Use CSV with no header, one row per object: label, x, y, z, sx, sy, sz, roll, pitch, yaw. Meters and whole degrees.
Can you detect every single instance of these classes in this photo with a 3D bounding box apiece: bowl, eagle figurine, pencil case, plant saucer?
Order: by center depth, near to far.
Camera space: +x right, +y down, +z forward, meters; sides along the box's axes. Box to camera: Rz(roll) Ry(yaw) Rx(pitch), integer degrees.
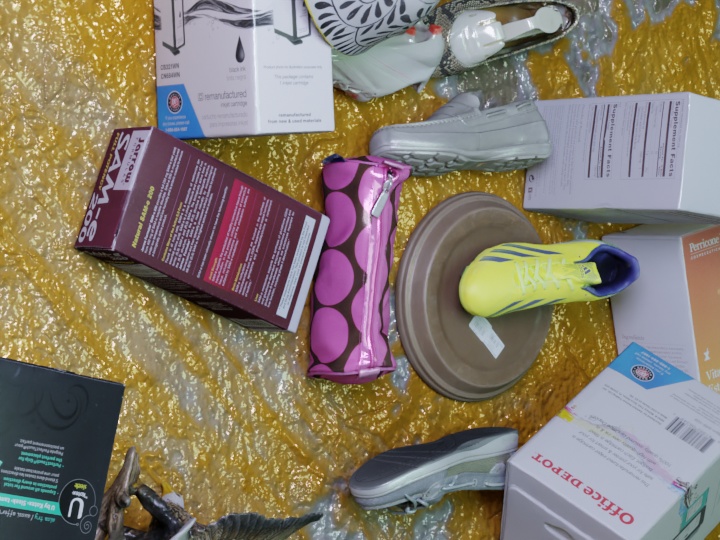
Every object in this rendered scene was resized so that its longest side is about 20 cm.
bowl,0.029,-0.274,1.560,0.201,0.094,0.201,-1,90,-66
eagle figurine,-0.133,0.226,1.587,0.200,0.152,0.151,37,48,-29
pencil case,0.000,0.000,1.710,0.091,0.094,0.200,3,90,-35
plant saucer,0.115,0.025,1.851,0.200,0.029,0.200,-2,94,-41

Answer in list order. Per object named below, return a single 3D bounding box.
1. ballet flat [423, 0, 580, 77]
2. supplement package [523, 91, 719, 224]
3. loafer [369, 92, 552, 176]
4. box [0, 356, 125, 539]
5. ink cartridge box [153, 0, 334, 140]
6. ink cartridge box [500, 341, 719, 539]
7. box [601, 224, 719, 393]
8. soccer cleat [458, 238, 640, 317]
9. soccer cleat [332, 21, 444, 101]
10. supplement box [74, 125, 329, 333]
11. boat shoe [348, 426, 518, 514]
ballet flat,0.128,-0.225,1.823,0.200,0.075,0.068,-19,104,-38
supplement package,0.267,-0.104,1.862,0.114,0.200,0.110,8,86,-40
loafer,0.089,-0.127,1.805,0.200,0.070,0.070,-4,76,-39
box,-0.279,0.166,1.444,0.124,0.148,0.200,16,81,-40
ink cartridge box,-0.098,-0.208,1.588,0.084,0.146,0.200,-5,94,-38
ink cartridge box,0.250,0.204,1.861,0.200,0.147,0.146,-39,148,-32
box,0.345,0.045,1.994,0.152,0.106,0.200,-18,103,-38
soccer cleat,0.177,0.004,1.829,0.200,0.084,0.065,-9,98,-39
soccer cleat,-0.013,-0.181,1.714,0.200,0.069,0.078,-6,126,-32
supplement box,-0.128,-0.031,1.623,0.200,0.061,0.109,28,73,-38
boat shoe,0.072,0.191,1.793,0.202,0.074,0.065,-13,98,-47
